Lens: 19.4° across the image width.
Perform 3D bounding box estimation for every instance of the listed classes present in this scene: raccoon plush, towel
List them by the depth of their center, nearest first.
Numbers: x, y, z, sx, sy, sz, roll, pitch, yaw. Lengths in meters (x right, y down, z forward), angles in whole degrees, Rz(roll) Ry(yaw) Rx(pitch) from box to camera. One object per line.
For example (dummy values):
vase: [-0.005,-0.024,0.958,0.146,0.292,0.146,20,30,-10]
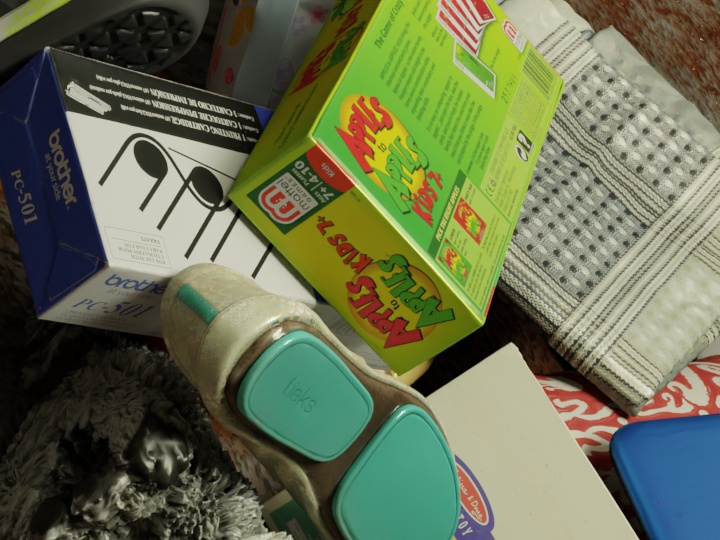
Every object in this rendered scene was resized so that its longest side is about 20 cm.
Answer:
raccoon plush: [-0.064,0.082,0.832,0.134,0.097,0.200,41,32,-30]
towel: [0.112,-0.044,1.011,0.192,0.035,0.200,43,44,9]

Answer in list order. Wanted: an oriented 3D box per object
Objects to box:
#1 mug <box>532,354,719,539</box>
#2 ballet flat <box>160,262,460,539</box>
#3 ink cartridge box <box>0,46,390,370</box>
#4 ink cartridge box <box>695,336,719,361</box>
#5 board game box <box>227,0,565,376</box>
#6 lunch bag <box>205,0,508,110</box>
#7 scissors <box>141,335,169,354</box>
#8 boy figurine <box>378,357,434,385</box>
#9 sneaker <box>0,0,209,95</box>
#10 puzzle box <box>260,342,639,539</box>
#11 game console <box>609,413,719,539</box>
mug: [0.130,0.122,0.992,0.200,0.133,0.178,4,52,-45]
ballet flat: [-0.016,0.054,0.808,0.062,0.067,0.200,37,-11,35]
ink cartridge box: [-0.050,-0.019,0.832,0.200,0.044,0.094,11,53,-49]
ink cartridge box: [0.236,0.036,1.145,0.200,0.085,0.148,61,19,10]
board game box: [0.021,-0.057,0.875,0.102,0.048,0.200,46,33,-15]
lunch bag: [0.000,-0.148,1.045,0.127,0.170,0.200,26,26,18]
scissors: [-0.068,-0.013,0.988,0.073,0.014,0.200,46,33,-5]
boy figurine: [0.000,0.000,0.994,0.200,0.064,0.125,-8,86,-60]
sneaker: [-0.150,-0.096,0.816,0.072,0.199,0.083,57,13,-66]
puzzle box: [0.063,0.148,0.880,0.200,0.133,0.025,58,5,12]
game console: [0.205,0.163,0.906,0.171,0.118,0.200,63,5,-53]
